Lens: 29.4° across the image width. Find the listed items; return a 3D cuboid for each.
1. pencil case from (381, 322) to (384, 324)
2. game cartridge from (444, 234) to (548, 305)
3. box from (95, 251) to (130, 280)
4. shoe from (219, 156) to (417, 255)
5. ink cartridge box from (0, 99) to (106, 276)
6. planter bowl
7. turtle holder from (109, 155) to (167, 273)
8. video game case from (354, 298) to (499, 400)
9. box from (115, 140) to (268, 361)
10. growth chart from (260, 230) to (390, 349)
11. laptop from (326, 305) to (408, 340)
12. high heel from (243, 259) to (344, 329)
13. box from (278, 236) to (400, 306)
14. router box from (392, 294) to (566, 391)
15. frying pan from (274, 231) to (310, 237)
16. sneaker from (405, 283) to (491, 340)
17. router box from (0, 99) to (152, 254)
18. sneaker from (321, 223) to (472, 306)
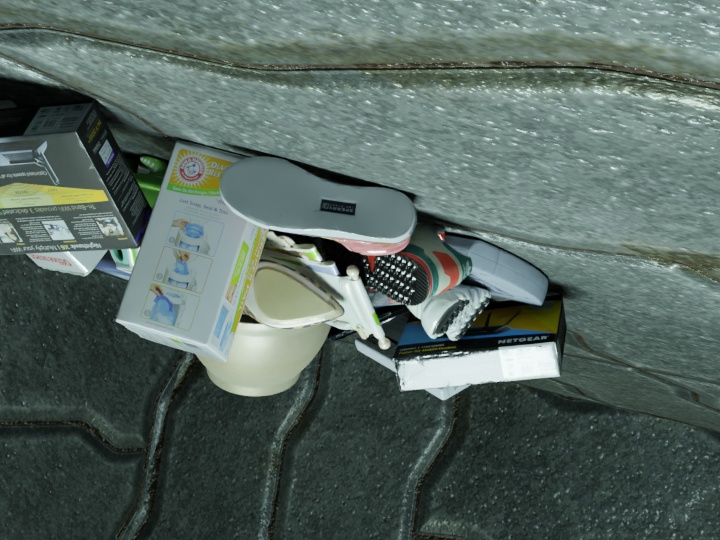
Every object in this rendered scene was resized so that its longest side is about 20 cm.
[{"bbox_3d":[-0.032,0.026,2.034,0.200,0.086,0.084,17,172,-5],"label":"pencil case"},{"bbox_3d":[0.134,-0.004,1.598,0.133,0.041,0.200,16,175,35],"label":"game cartridge"},{"bbox_3d":[-0.295,-0.045,1.915,0.198,0.123,0.200,9,171,37],"label":"box"},{"bbox_3d":[-0.043,-0.059,1.390,0.200,0.072,0.091,11,168,3],"label":"shoe"},{"bbox_3d":[-0.379,-0.093,1.557,0.144,0.084,0.200,7,143,54],"label":"ink cartridge box"},{"bbox_3d":[-0.130,0.069,1.700,0.200,0.135,0.200,4,-150,-2],"label":"planter bowl"},{"bbox_3d":[-0.223,-0.052,1.627,0.185,0.132,0.141,12,172,32],"label":"turtle holder"},{"bbox_3d":[0.120,0.090,1.814,0.182,0.022,0.200,-28,-150,-24],"label":"video game case"},{"bbox_3d":[-0.167,-0.019,1.441,0.101,0.200,0.112,16,170,8],"label":"box"},{"bbox_3d":[-0.063,0.011,1.534,0.200,0.018,0.145,20,145,34],"label":"growth chart"},{"bbox_3d":[0.019,0.017,1.793,0.177,0.103,0.200,-21,177,-42],"label":"laptop"},{"bbox_3d":[-0.105,0.024,1.558,0.200,0.071,0.143,12,180,10],"label":"high heel"},{"bbox_3d":[0.000,0.000,1.638,0.137,0.040,0.200,23,-168,28],"label":"box"},{"bbox_3d":[0.151,0.089,1.702,0.200,0.051,0.149,-7,-160,14],"label":"router box"},{"bbox_3d":[-0.130,-0.062,1.713,0.190,0.031,0.115,22,165,44],"label":"frying pan"},{"bbox_3d":[0.096,0.032,1.600,0.081,0.075,0.200,38,-174,16],"label":"sneaker"},{"bbox_3d":[-0.332,-0.091,1.403,0.200,0.052,0.157,-2,134,22],"label":"router box"},{"bbox_3d":[0.038,-0.024,1.500,0.093,0.070,0.200,-16,-150,-34],"label":"sneaker"}]
